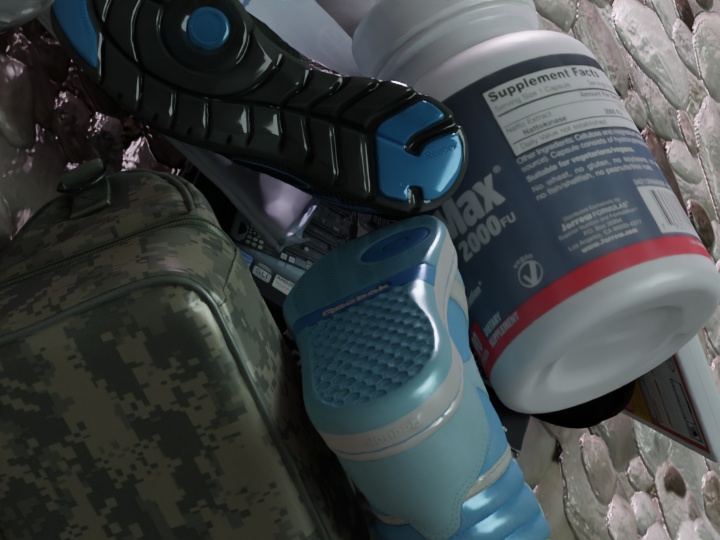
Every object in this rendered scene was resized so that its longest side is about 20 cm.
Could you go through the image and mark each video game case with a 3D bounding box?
[{"bbox_3d":[0.145,0.023,1.562,0.143,0.017,0.200,68,-13,-16],"label":"video game case"}]

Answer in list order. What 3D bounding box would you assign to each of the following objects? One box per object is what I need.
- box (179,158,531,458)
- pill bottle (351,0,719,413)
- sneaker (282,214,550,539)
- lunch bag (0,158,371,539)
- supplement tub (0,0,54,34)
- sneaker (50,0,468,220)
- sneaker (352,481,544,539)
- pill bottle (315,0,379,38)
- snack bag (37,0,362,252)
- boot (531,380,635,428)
[{"bbox_3d":[0.000,0.000,1.341,0.200,0.050,0.158,33,41,-11],"label":"box"},{"bbox_3d":[0.077,-0.044,1.308,0.119,0.119,0.200,12,45,-58],"label":"pill bottle"},{"bbox_3d":[0.026,0.065,1.148,0.200,0.079,0.131,-85,150,-66],"label":"sneaker"},{"bbox_3d":[-0.082,0.067,1.159,0.168,0.139,0.200,-83,150,-65],"label":"lunch bag"},{"bbox_3d":[-0.188,-0.131,1.010,0.122,0.200,0.123,37,44,-48],"label":"supplement tub"},{"bbox_3d":[-0.051,-0.074,1.232,0.200,0.082,0.073,29,77,-2],"label":"sneaker"},{"bbox_3d":[0.040,0.100,1.225,0.082,0.074,0.201,13,56,-30],"label":"sneaker"},{"bbox_3d":[0.008,-0.194,1.471,0.116,0.116,0.201,-11,83,-61],"label":"pill bottle"},{"bbox_3d":[-0.074,-0.113,1.319,0.200,0.021,0.189,44,32,-4],"label":"snack bag"},{"bbox_3d":[0.061,0.059,1.461,0.211,0.079,0.158,38,39,-25],"label":"boot"}]
